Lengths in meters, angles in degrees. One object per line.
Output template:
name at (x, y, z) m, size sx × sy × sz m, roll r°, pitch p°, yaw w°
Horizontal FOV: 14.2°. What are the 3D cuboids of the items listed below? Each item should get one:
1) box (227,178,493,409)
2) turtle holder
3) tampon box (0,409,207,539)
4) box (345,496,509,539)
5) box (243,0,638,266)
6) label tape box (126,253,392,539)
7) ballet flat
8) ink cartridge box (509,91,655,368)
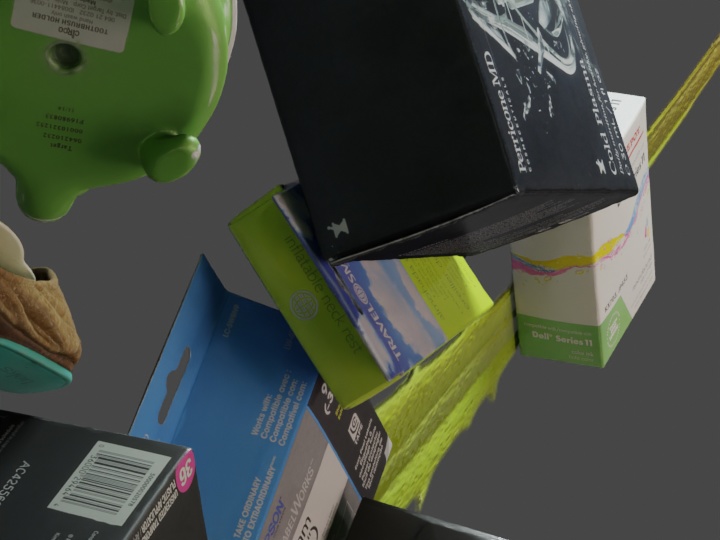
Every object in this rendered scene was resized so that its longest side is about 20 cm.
box at (0.000, 0.000, 1.599) m, size 0.122 × 0.048 × 0.200 m, roll 57°, pitch 22°, yaw 0°
turtle holder at (-0.115, -0.107, 1.280) m, size 0.132 × 0.140 × 0.186 m, roll -80°, pitch 155°, yaw -49°
tampon box at (-0.149, 0.189, 1.324) m, size 0.150 × 0.126 × 0.200 m, roll -55°, pitch 147°, yaw -44°
box at (0.036, 0.252, 1.651) m, size 0.200 × 0.124 × 0.149 m, roll 87°, pitch 22°, yaw -54°
box at (0.040, -0.115, 1.569) m, size 0.196 × 0.124 × 0.201 m, roll -5°, pitch 76°, yaw -65°
label tape box at (-0.055, 0.106, 1.595) m, size 0.200 × 0.063 × 0.145 m, roll 64°, pitch 41°, yaw -55°
ballet flat at (-0.179, 0.004, 1.276) m, size 0.200 × 0.068 × 0.073 m, roll 28°, pitch 53°, yaw -66°
ink cartridge box at (0.154, -0.047, 2.020) m, size 0.117 × 0.067 × 0.200 m, roll -55°, pitch 146°, yaw -46°
